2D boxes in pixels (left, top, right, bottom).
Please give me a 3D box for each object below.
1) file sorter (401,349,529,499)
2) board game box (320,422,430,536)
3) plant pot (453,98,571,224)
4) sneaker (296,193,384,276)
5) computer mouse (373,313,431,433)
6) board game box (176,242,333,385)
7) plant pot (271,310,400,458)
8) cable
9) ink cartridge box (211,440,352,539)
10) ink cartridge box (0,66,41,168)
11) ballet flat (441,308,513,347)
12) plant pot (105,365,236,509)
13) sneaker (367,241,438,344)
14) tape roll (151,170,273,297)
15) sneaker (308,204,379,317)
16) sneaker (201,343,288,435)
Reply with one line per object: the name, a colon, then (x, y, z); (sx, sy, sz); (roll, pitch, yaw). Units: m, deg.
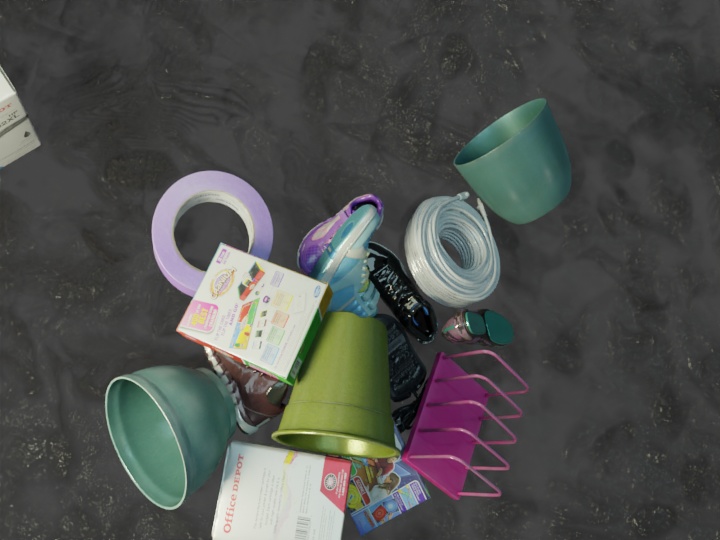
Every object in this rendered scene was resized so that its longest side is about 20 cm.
file sorter: (0.184, 0.253, 1.140); (0.138, 0.124, 0.203); (40, 56, -25)
board game box: (0.014, 0.314, 1.143); (0.133, 0.034, 0.204); (-26, 89, 0)
plant pot: (0.295, -0.187, 1.265); (0.200, 0.199, 0.163); (-41, 104, -19)
sneaker: (-0.030, -0.068, 1.196); (0.200, 0.088, 0.081); (-43, 94, -18)
computer mouse: (0.055, 0.170, 1.200); (0.136, 0.053, 0.204); (-31, 99, -16)
board game box: (-0.159, 0.062, 1.042); (0.195, 0.040, 0.156); (20, 73, 18)
plant pot: (-0.028, 0.173, 1.057); (0.194, 0.200, 0.196); (12, 68, -14)
cable: (0.163, -0.035, 1.224); (0.196, 0.069, 0.205); (-7, 72, -38)
ink cartridge box: (-0.118, 0.355, 1.070); (0.194, 0.086, 0.152); (10, 77, 1)
ink cartridge box: (-0.566, -0.216, 1.003); (0.144, 0.200, 0.085); (-37, 90, -19)
ballet flat: (0.204, 0.106, 1.231); (0.198, 0.070, 0.071); (11, 64, -53)
plant pot: (-0.269, 0.227, 1.029); (0.133, 0.199, 0.204); (-25, 87, -45)
sneaker: (0.071, 0.035, 1.177); (0.073, 0.112, 0.202); (-39, 101, -5)
tape roll: (-0.245, -0.057, 1.142); (0.194, 0.066, 0.207); (3, 80, -16)
sneaker: (0.000, 0.000, 1.143); (0.129, 0.080, 0.202); (32, 106, -16)
sneaker: (-0.177, 0.150, 1.110); (0.113, 0.076, 0.205); (-24, 96, -5)
